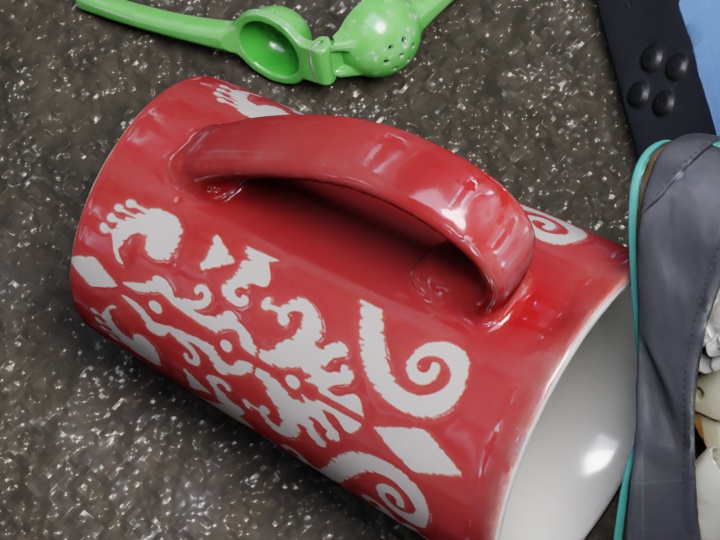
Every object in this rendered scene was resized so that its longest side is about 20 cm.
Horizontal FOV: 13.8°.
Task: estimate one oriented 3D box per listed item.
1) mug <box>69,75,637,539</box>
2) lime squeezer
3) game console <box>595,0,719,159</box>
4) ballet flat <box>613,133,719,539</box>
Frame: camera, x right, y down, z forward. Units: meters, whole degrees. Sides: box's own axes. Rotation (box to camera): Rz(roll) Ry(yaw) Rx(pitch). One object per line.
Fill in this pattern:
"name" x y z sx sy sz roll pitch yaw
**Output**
"mug" 0.006 -0.002 1.090 0.199 0.178 0.133 27 37 23
"lime squeezer" -0.019 -0.107 1.209 0.199 0.038 0.071 -9 64 4
"game console" 0.169 -0.131 1.136 0.200 0.031 0.178 -36 58 36
"ballet flat" 0.126 0.050 1.034 0.073 0.201 0.073 0 25 0
